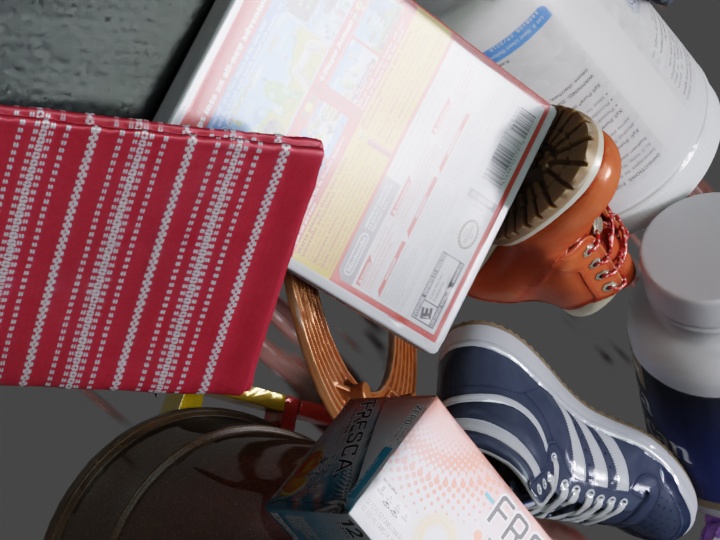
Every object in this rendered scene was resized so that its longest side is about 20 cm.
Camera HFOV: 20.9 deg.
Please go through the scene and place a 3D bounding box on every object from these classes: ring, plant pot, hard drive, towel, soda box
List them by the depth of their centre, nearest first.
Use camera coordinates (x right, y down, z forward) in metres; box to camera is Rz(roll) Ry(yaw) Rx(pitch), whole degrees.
[{"bbox_3d":[0.052,0.145,0.833,0.200,0.064,0.068,51,60,-21],"label":"soda box"},{"bbox_3d":[-0.122,-0.008,0.865,0.199,0.023,0.145,5,122,-24],"label":"towel"},{"bbox_3d":[-0.136,-0.104,0.895,0.199,0.042,0.135,1,100,-21],"label":"hard drive"},{"bbox_3d":[-0.025,0.166,0.937,0.200,0.198,0.201,3,85,-36],"label":"plant pot"},{"bbox_3d":[0.000,0.000,1.038,0.200,0.019,0.201,-12,90,-72],"label":"ring"}]

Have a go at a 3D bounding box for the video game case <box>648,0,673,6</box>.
[{"bbox_3d":[0.106,-0.233,1.115,0.019,0.143,0.200,-41,97,7],"label":"video game case"}]

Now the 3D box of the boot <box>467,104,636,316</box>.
[{"bbox_3d":[0.114,-0.027,1.065,0.107,0.200,0.075,18,70,-11],"label":"boot"}]

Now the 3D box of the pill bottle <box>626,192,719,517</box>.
[{"bbox_3d":[0.217,0.050,1.159,0.111,0.111,0.200,-53,145,-28],"label":"pill bottle"}]

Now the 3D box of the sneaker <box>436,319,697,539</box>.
[{"bbox_3d":[0.115,0.126,1.129,0.200,0.070,0.109,38,39,-21],"label":"sneaker"}]

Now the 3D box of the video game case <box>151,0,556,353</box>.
[{"bbox_3d":[-0.002,-0.063,0.938,0.200,0.017,0.143,32,82,-37],"label":"video game case"}]

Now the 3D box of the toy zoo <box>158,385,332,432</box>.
[{"bbox_3d":[-0.050,0.132,1.056,0.200,0.020,0.132,19,75,-34],"label":"toy zoo"}]

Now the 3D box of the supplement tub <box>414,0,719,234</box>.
[{"bbox_3d":[0.104,-0.121,1.106,0.200,0.132,0.132,43,62,-39],"label":"supplement tub"}]

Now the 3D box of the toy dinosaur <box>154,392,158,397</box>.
[{"bbox_3d":[-0.099,-0.040,1.000,0.077,0.102,0.201,-9,102,-54],"label":"toy dinosaur"}]

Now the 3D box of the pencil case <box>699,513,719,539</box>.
[{"bbox_3d":[0.200,0.244,1.200,0.085,0.084,0.200,41,59,-1],"label":"pencil case"}]
